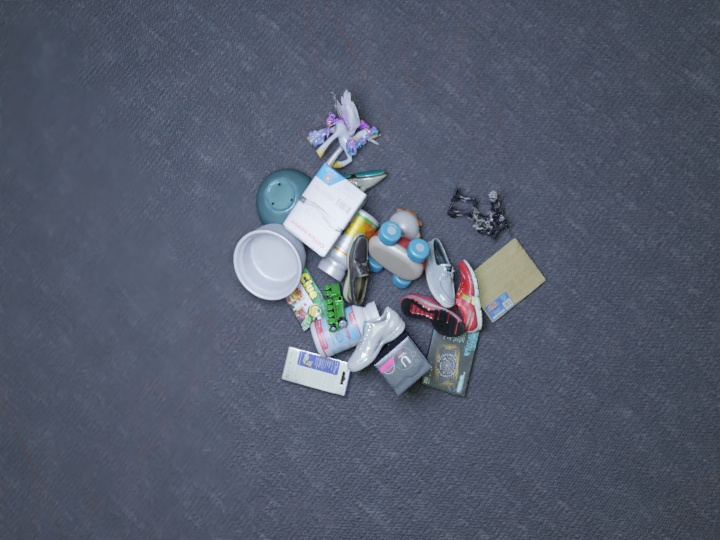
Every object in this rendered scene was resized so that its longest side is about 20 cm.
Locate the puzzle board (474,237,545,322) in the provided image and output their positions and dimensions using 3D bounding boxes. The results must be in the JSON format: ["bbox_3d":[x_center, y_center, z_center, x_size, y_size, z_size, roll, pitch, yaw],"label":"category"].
[{"bbox_3d":[0.415,0.028,1.517,0.198,0.017,0.152,-38,87,1],"label":"puzzle board"}]

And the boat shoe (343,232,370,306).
[{"bbox_3d":[0.000,0.000,1.444,0.072,0.064,0.206,-12,118,-37],"label":"boat shoe"}]

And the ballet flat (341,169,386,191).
[{"bbox_3d":[-0.018,-0.256,1.539,0.193,0.068,0.064,-4,115,6],"label":"ballet flat"}]

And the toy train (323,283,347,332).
[{"bbox_3d":[-0.070,0.101,1.460,0.055,0.202,0.043,-11,123,-2],"label":"toy train"}]

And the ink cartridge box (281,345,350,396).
[{"bbox_3d":[-0.126,0.292,1.521,0.194,0.037,0.098,14,87,6],"label":"ink cartridge box"}]

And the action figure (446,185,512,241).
[{"bbox_3d":[0.348,-0.161,1.488,0.195,0.102,0.122,23,77,5],"label":"action figure"}]

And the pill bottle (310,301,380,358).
[{"bbox_3d":[-0.036,0.164,1.485,0.195,0.109,0.112,-23,86,1],"label":"pill bottle"}]

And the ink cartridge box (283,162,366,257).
[{"bbox_3d":[-0.094,-0.158,1.408,0.143,0.084,0.202,36,90,3],"label":"ink cartridge box"}]

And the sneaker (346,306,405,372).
[{"bbox_3d":[0.025,0.181,1.416,0.200,0.075,0.089,-44,112,-4],"label":"sneaker"}]

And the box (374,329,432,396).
[{"bbox_3d":[0.111,0.245,1.427,0.121,0.200,0.107,-40,89,0],"label":"box"}]

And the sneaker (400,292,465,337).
[{"bbox_3d":[0.213,0.112,1.473,0.196,0.086,0.076,27,121,19],"label":"sneaker"}]

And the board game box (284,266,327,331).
[{"bbox_3d":[-0.175,0.065,1.542,0.103,0.023,0.203,-32,86,-1],"label":"board game box"}]

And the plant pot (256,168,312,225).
[{"bbox_3d":[-0.216,-0.201,1.501,0.193,0.135,0.207,0,88,3],"label":"plant pot"}]

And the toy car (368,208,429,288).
[{"bbox_3d":[0.129,-0.093,1.485,0.174,0.185,0.203,29,60,3],"label":"toy car"}]

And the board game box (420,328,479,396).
[{"bbox_3d":[0.259,0.246,1.506,0.131,0.028,0.206,15,87,3],"label":"board game box"}]

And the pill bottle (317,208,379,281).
[{"bbox_3d":[-0.039,-0.076,1.497,0.109,0.111,0.203,31,89,4],"label":"pill bottle"}]

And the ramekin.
[{"bbox_3d":[-0.246,-0.030,1.460,0.194,0.098,0.207,4,113,10],"label":"ramekin"}]

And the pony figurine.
[{"bbox_3d":[-0.053,-0.404,1.511,0.197,0.167,0.195,-34,118,-3],"label":"pony figurine"}]

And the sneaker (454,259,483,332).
[{"bbox_3d":[0.293,0.073,1.473,0.082,0.077,0.207,-9,83,6],"label":"sneaker"}]

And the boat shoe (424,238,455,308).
[{"bbox_3d":[0.225,0.002,1.465,0.068,0.072,0.206,0,59,-32],"label":"boat shoe"}]
